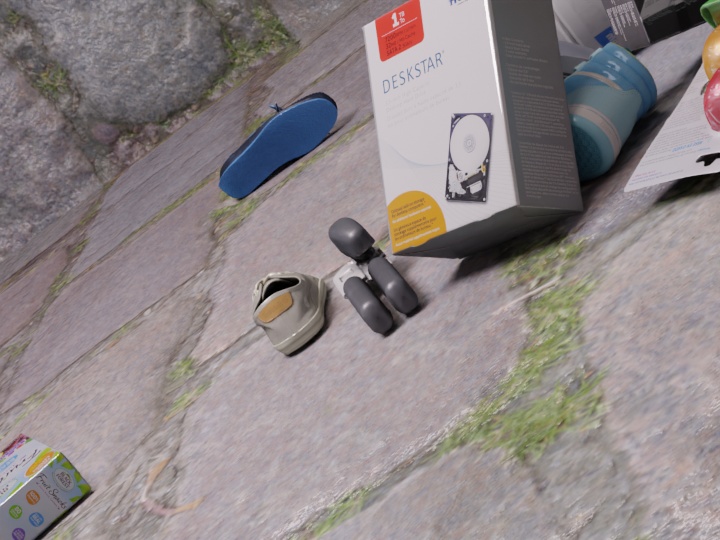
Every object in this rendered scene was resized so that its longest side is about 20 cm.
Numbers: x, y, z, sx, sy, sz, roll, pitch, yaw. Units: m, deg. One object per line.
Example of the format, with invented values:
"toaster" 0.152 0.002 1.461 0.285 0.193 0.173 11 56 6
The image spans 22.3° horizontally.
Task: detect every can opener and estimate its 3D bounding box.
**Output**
"can opener" 0.000 0.000 1.576 0.053 0.067 0.200 -39 13 0

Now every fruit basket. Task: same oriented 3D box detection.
"fruit basket" 0.290 -0.137 1.284 0.200 0.094 0.185 -60 20 -20

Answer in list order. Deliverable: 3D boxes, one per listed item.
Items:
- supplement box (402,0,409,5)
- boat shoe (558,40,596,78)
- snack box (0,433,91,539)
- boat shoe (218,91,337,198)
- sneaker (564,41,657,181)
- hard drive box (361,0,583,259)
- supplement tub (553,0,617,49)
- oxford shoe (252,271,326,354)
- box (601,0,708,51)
"supplement box" 0.131 -0.301 2.169 0.101 0.103 0.200 -39 15 -7
"boat shoe" 0.155 -0.165 1.615 0.200 0.066 0.070 -3 25 -38
"snack box" -0.346 0.228 1.758 0.142 0.053 0.200 -43 14 -15
"boat shoe" -0.117 -0.182 2.457 0.200 0.084 0.069 -31 26 18
"sneaker" 0.171 -0.130 1.545 0.131 0.080 0.200 -47 25 -27
"hard drive box" 0.088 -0.124 1.473 0.077 0.200 0.156 4 -17 -39
"supplement tub" 0.258 -0.290 1.733 0.200 0.132 0.132 -35 14 19
"oxford shoe" -0.073 0.025 1.710 0.075 0.058 0.200 -40 11 3
"box" 0.258 -0.305 1.548 0.158 0.200 0.050 -24 7 -24
